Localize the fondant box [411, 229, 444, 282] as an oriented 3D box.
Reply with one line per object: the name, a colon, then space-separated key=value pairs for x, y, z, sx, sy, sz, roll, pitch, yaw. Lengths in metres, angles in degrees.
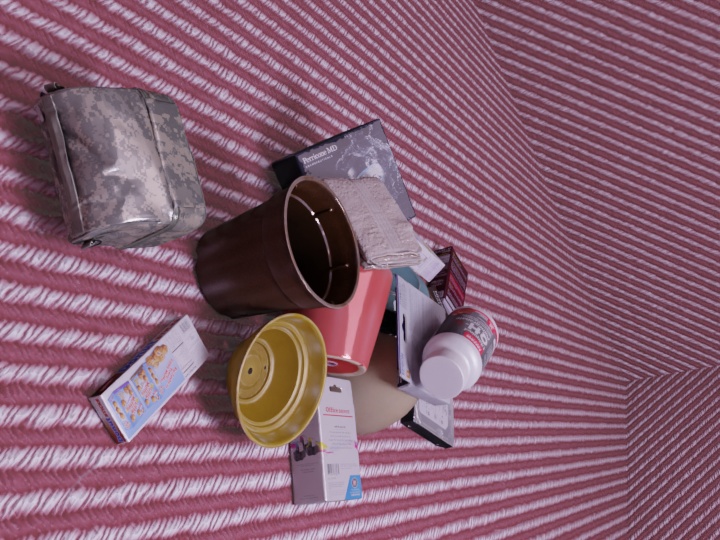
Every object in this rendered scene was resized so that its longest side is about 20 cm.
fondant box: x=0.090 y=-0.073 z=1.653 sx=0.200 sy=0.058 sz=0.145 roll=35 pitch=13 yaw=-49

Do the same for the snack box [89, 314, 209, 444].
snack box: x=-0.274 y=0.139 z=0.987 sx=0.073 sy=0.024 sz=0.200 roll=66 pitch=29 yaw=-18

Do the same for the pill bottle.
pill bottle: x=0.176 y=0.150 z=1.341 sx=0.200 sy=0.110 sz=0.112 roll=-40 pitch=111 yaw=-59

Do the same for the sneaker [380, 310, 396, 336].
sneaker: x=0.097 y=0.134 z=1.561 sx=0.073 sy=0.111 sz=0.202 roll=22 pitch=37 yaw=-53

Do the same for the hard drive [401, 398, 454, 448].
hard drive: x=0.155 y=0.307 z=1.673 sx=0.200 sy=0.037 sz=0.141 roll=42 pitch=42 yaw=-46

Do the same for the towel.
towel: x=0.018 y=-0.086 z=1.263 sx=0.131 sy=0.035 sz=0.201 roll=-6 pitch=54 yaw=-39

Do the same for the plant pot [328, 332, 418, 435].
plant pot: x=0.048 y=0.205 z=1.426 sx=0.200 sy=0.133 sz=0.203 roll=38 pitch=44 yaw=-48

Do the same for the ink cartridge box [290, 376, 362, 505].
ink cartridge box: x=-0.062 y=0.287 z=1.254 sx=0.115 sy=0.067 sz=0.203 roll=22 pitch=58 yaw=-56

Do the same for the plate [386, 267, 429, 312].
plate: x=0.060 y=0.013 z=1.534 sx=0.198 sy=0.026 sz=0.201 roll=21 pitch=33 yaw=-14

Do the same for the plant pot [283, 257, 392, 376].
plant pot: x=-0.048 y=0.078 z=1.275 sx=0.200 sy=0.198 sz=0.180 roll=34 pitch=56 yaw=-50

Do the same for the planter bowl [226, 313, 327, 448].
planter bowl: x=-0.143 y=0.160 z=1.125 sx=0.199 sy=0.083 sz=0.203 roll=-13 pitch=106 yaw=-52

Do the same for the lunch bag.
lunch bag: x=-0.311 y=-0.130 z=0.934 sx=0.167 sy=0.138 sz=0.203 roll=-8 pitch=82 yaw=-62

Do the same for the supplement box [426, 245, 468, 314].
supplement box: x=0.222 y=0.047 z=1.899 sx=0.109 sy=0.060 sz=0.201 roll=55 pitch=34 yaw=-33

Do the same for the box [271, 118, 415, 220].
box: x=-0.030 y=-0.151 z=1.391 sx=0.195 sy=0.117 sz=0.202 roll=-28 pitch=102 yaw=-26

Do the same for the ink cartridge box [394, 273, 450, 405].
ink cartridge box: x=0.103 y=0.133 z=1.377 sx=0.200 sy=0.040 sz=0.202 roll=36 pitch=47 yaw=-49

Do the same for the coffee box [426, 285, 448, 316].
coffee box: x=0.160 y=0.143 z=1.676 sx=0.113 sy=0.079 sz=0.202 roll=-6 pitch=70 yaw=-64

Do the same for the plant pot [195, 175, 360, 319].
plant pot: x=-0.135 y=-0.020 z=1.138 sx=0.200 sy=0.196 sz=0.203 roll=36 pitch=46 yaw=-50
